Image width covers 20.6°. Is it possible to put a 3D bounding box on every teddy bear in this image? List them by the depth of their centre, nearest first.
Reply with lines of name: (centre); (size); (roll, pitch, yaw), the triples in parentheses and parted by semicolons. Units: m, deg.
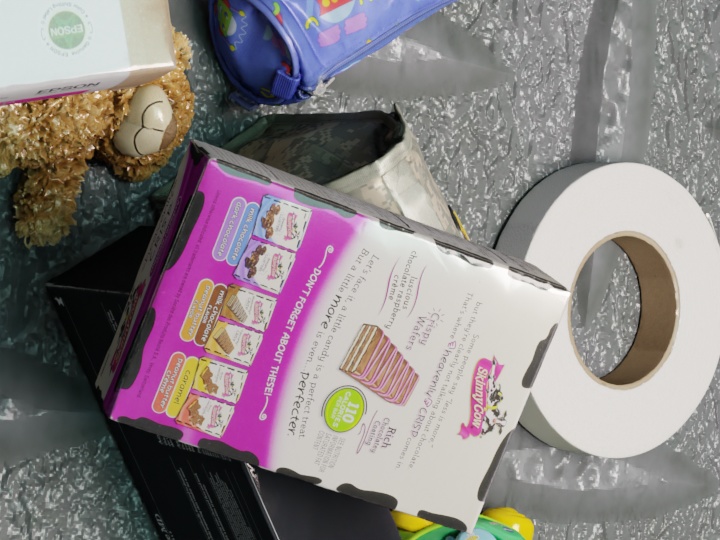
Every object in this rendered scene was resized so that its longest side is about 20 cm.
teddy bear: (-0.173, -0.089, 1.057); (0.199, 0.067, 0.146); (23, 81, -35)

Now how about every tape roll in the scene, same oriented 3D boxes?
tape roll: (0.169, 0.026, 1.345); (0.202, 0.037, 0.204); (-2, 93, -38)

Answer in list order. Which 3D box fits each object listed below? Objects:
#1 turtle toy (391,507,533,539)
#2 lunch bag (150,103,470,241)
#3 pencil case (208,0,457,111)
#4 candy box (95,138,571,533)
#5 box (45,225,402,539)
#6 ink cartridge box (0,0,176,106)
turtle toy: (0.089, 0.222, 1.253); (0.199, 0.101, 0.147); (19, 81, -37)
lunch bag: (0.000, 0.000, 1.111); (0.117, 0.200, 0.165); (-36, 112, -30)
pencil case: (0.001, -0.167, 1.178); (0.200, 0.078, 0.087); (-34, 83, -31)
candy box: (-0.014, 0.034, 0.983); (0.199, 0.061, 0.137); (20, 98, -17)
box: (-0.075, 0.081, 1.095); (0.079, 0.141, 0.201); (-34, 112, -33)
ink cartridge box: (-0.202, -0.161, 0.968); (0.199, 0.075, 0.166); (-11, 93, -24)
